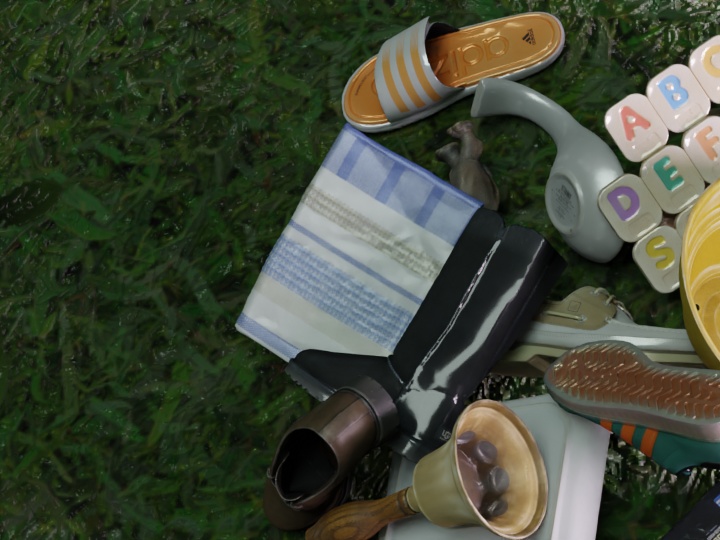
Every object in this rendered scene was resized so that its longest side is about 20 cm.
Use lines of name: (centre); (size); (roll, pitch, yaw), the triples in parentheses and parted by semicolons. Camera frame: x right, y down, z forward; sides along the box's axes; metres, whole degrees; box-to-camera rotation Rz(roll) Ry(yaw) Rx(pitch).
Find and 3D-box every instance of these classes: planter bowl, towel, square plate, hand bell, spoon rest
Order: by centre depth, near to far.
planter bowl: (0.305, 0.030, 1.506); (0.199, 0.083, 0.202); (11, 63, -22)
hand bell: (0.034, 0.177, 1.515); (0.199, 0.104, 0.105); (-25, 57, 39)
square plate: (0.092, 0.179, 1.533); (0.199, 0.028, 0.199); (-10, 52, 32)
spoon rest: (0.166, -0.090, 1.645); (0.060, 0.100, 0.200); (-12, 47, -28)
towel: (0.000, 0.000, 1.648); (0.146, 0.024, 0.201); (30, 97, 11)

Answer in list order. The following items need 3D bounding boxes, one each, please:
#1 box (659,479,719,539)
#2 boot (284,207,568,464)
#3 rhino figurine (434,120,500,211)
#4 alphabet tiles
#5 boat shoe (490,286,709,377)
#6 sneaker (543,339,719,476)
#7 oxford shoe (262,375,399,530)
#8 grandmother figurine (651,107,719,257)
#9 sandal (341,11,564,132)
box: (0.274, 0.261, 1.436); (0.200, 0.086, 0.164); (-44, 59, -2)
boot: (0.050, 0.036, 1.587); (0.164, 0.066, 0.201); (30, 90, 33)
rhino figurine: (0.028, -0.039, 1.683); (0.199, 0.060, 0.088); (-30, 70, 10)
alphabet tiles: (0.289, -0.074, 1.559); (0.199, 0.015, 0.196); (-34, 94, 3)
boat shoe: (0.180, 0.046, 1.576); (0.199, 0.075, 0.069); (2, 73, 23)
sneaker: (0.215, 0.109, 1.462); (0.071, 0.080, 0.200); (-42, 31, -23)
oxford shoe: (-0.046, 0.154, 1.556); (0.084, 0.200, 0.073); (-34, 74, -35)
grandmother figurine: (0.306, -0.079, 1.598); (0.199, 0.061, 0.122); (-30, 87, 3)
sandal: (0.073, -0.188, 1.733); (0.206, 0.059, 0.080); (-20, 61, 12)
